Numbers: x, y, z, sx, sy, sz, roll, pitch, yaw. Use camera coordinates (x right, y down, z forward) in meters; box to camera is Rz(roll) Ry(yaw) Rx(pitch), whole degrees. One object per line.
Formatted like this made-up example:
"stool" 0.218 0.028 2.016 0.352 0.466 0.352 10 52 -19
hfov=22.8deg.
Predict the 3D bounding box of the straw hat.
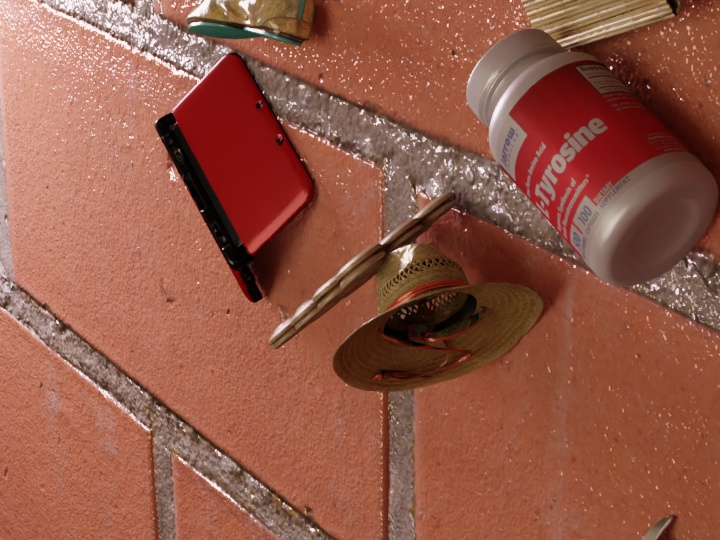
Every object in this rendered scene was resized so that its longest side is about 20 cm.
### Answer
"straw hat" 0.054 0.023 1.523 0.201 0.199 0.086 -53 47 52

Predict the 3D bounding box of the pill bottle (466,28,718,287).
"pill bottle" 0.169 -0.091 1.348 0.200 0.112 0.113 51 141 34

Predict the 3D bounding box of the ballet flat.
"ballet flat" -0.107 -0.261 1.775 0.199 0.070 0.071 16 115 56

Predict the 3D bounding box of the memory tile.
"memory tile" 0.000 0.000 1.622 0.017 0.153 0.200 52 144 3

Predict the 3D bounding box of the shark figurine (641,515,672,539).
"shark figurine" 0.235 0.286 1.410 0.089 0.215 0.128 37 111 -7

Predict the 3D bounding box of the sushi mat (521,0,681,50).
"sushi mat" 0.169 -0.220 1.342 0.096 0.012 0.200 64 161 -8

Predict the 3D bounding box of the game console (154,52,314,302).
"game console" -0.124 -0.096 1.905 0.201 0.118 0.173 60 176 24
